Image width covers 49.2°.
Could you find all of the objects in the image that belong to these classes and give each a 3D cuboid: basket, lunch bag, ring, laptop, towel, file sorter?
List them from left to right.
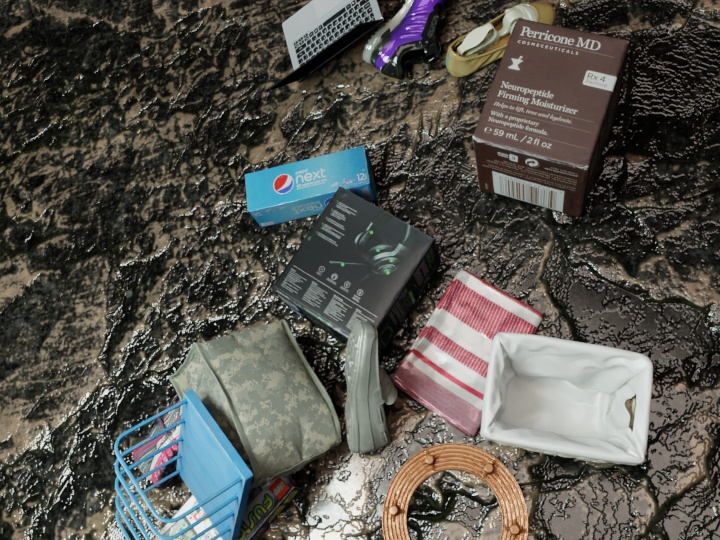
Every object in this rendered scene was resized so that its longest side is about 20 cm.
[{"bbox_3d":[-0.232,0.282,0.993,0.122,0.202,0.139,-26,61,-34],"label":"file sorter"},{"bbox_3d":[-0.135,0.188,1.067,0.201,0.163,0.118,57,131,18],"label":"lunch bag"},{"bbox_3d":[-0.069,-0.395,1.264,0.186,0.115,0.203,-27,65,26],"label":"laptop"},{"bbox_3d":[0.124,0.333,1.046,0.197,0.019,0.204,-5,69,12],"label":"ring"},{"bbox_3d":[0.151,0.112,1.116,0.143,0.023,0.201,30,80,20],"label":"towel"},{"bbox_3d":[0.258,0.170,1.007,0.196,0.124,0.138,8,73,10],"label":"basket"}]

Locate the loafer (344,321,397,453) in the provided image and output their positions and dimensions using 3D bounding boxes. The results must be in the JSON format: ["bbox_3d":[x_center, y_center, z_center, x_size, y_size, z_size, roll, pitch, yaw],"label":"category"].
[{"bbox_3d":[0.015,0.157,1.060,0.068,0.203,0.070,-4,31,-10],"label":"loafer"}]

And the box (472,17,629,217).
[{"bbox_3d":[0.270,-0.215,1.125,0.164,0.164,0.203,17,75,18],"label":"box"}]

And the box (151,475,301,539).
[{"bbox_3d":[-0.189,0.345,1.107,0.110,0.035,0.200,40,84,22],"label":"box"}]

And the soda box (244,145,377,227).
[{"bbox_3d":[-0.077,-0.130,1.232,0.196,0.064,0.069,-12,68,9],"label":"soda box"}]

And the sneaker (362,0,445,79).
[{"bbox_3d":[0.103,-0.391,1.284,0.099,0.070,0.201,41,89,17],"label":"sneaker"}]

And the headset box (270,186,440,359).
[{"bbox_3d":[0.000,0.000,1.152,0.173,0.093,0.202,29,79,21],"label":"headset box"}]

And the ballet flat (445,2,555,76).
[{"bbox_3d":[0.225,-0.375,1.248,0.198,0.063,0.069,-32,67,0],"label":"ballet flat"}]

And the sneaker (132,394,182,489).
[{"bbox_3d":[-0.258,0.212,1.146,0.074,0.081,0.201,29,78,27],"label":"sneaker"}]
